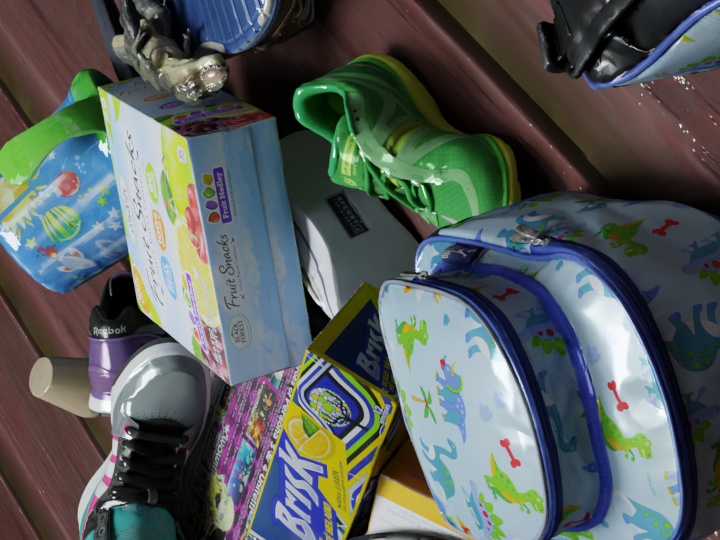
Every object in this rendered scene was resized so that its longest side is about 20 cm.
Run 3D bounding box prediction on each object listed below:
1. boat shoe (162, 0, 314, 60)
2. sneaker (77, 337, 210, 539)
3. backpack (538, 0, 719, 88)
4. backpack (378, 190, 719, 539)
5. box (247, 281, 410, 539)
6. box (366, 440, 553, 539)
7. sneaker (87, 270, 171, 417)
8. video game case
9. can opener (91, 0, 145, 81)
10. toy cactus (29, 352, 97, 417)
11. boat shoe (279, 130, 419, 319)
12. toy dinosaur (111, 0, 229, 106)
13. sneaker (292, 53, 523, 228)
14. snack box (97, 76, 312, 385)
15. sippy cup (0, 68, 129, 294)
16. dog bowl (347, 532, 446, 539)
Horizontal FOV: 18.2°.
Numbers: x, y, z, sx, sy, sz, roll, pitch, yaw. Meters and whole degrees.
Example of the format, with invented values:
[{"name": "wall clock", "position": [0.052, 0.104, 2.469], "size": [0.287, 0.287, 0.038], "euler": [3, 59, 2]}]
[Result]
[{"name": "boat shoe", "position": [-0.071, -0.177, 1.450], "size": [0.200, 0.072, 0.072], "euler": [175, 81, -69]}, {"name": "sneaker", "position": [-0.148, 0.154, 1.547], "size": [0.121, 0.084, 0.200], "euler": [-106, 30, -50]}, {"name": "backpack", "position": [0.152, -0.186, 0.900], "size": [0.200, 0.147, 0.183], "euler": [-33, 73, 67]}, {"name": "backpack", "position": [0.113, 0.059, 1.139], "size": [0.200, 0.147, 0.183], "euler": [2, 110, 58]}, {"name": "box", "position": [-0.009, 0.102, 1.360], "size": [0.064, 0.070, 0.200], "euler": [31, 140, 11]}, {"name": "box", "position": [0.058, 0.205, 1.392], "size": [0.119, 0.041, 0.200], "euler": [25, 136, 15]}, {"name": "sneaker", "position": [-0.154, 0.035, 1.672], "size": [0.200, 0.076, 0.088], "euler": [-70, -25, -72]}, {"name": "video game case", "position": [-0.078, 0.109, 1.567], "size": [0.181, 0.036, 0.200], "euler": [41, 116, 59]}, {"name": "can opener", "position": [-0.153, -0.143, 1.645], "size": [0.200, 0.063, 0.079], "euler": [60, 151, 26]}, {"name": "toy cactus", "position": [-0.185, 0.103, 1.740], "size": [0.102, 0.165, 0.200], "euler": [-58, 42, 18]}, {"name": "boat shoe", "position": [0.000, 0.000, 1.430], "size": [0.065, 0.074, 0.200], "euler": [94, 156, -53]}, {"name": "toy dinosaur", "position": [-0.142, -0.161, 1.482], "size": [0.200, 0.047, 0.088], "euler": [33, 142, 65]}, {"name": "sneaker", "position": [0.026, -0.059, 1.313], "size": [0.200, 0.084, 0.074], "euler": [42, 140, 46]}, {"name": "snack box", "position": [-0.105, -0.034, 1.490], "size": [0.200, 0.068, 0.169], "euler": [-148, 46, -65]}, {"name": "sippy cup", "position": [-0.203, -0.057, 1.655], "size": [0.178, 0.130, 0.140], "euler": [47, -174, -31]}, {"name": "dog bowl", "position": [0.041, 0.257, 1.361], "size": [0.200, 0.074, 0.200], "euler": [16, 133, 19]}]
